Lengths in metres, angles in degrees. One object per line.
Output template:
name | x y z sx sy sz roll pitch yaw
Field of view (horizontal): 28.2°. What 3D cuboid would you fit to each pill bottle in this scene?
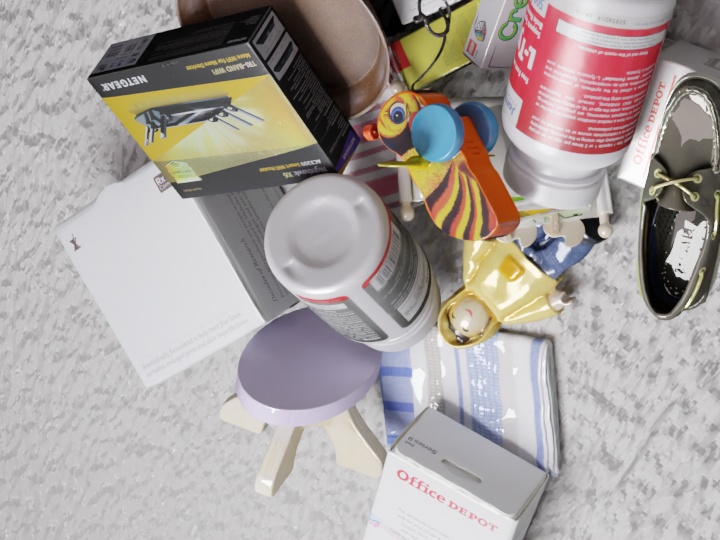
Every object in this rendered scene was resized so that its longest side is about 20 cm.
pill bottle | 0.177 -0.155 1.159 0.112 0.112 0.201 27 128 21
pill bottle | 0.000 0.000 1.304 0.113 0.200 0.114 -7 68 17

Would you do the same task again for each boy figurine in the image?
boy figurine | 0.139 -0.001 1.339 0.124 0.064 0.200 48 123 4

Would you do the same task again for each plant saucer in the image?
plant saucer | -0.063 -0.210 1.230 0.200 0.035 0.201 18 144 13

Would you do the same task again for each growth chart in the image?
growth chart | 0.123 -0.091 1.252 0.199 0.018 0.145 3 80 -4

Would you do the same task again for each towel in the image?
towel | -0.019 -0.138 1.314 0.146 0.030 0.201 -16 103 36
towel | 0.106 0.127 1.435 0.199 0.024 0.148 6 111 31

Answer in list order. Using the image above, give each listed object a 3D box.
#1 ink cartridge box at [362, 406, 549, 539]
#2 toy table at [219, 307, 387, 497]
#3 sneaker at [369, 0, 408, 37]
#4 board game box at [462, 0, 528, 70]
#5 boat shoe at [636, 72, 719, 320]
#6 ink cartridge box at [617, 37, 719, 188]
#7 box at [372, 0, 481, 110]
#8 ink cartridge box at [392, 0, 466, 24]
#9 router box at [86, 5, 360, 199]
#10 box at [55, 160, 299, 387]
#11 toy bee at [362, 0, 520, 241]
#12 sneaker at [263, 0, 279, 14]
ink cartridge box | 0.087 0.259 1.442 0.145 0.088 0.201 27 131 17
toy table | -0.055 0.129 1.427 0.183 0.200 0.118 25 125 26
sneaker | -0.016 -0.244 1.333 0.200 0.071 0.099 -34 84 33
board game box | 0.171 -0.258 1.177 0.035 0.126 0.201 51 134 43
boat shoe | 0.262 -0.056 1.155 0.072 0.060 0.203 14 118 27
ink cartridge box | 0.291 -0.113 1.192 0.199 0.067 0.117 25 121 23
box | 0.056 -0.194 1.307 0.200 0.075 0.050 -21 97 37
ink cartridge box | 0.051 -0.325 1.232 0.067 0.116 0.201 -17 98 37
router box | -0.122 -0.144 1.280 0.199 0.052 0.157 -5 135 38
box | -0.174 -0.017 1.489 0.199 0.131 0.200 -28 92 37
toy bee | 0.060 -0.110 1.195 0.109 0.131 0.201 -24 60 40
sneaker | -0.080 -0.317 1.299 0.077 0.078 0.201 -9 63 46
